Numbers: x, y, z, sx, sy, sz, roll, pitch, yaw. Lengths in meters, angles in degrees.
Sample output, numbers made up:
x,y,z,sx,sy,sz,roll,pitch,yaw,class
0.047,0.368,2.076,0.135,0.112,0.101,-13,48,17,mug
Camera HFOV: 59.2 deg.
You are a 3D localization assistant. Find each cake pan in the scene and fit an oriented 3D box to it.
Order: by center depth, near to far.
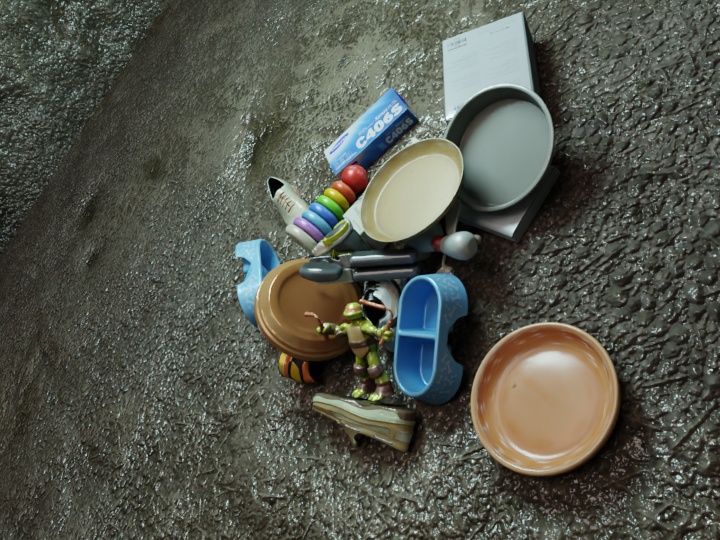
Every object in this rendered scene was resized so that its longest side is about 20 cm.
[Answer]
x,y,z,sx,sy,sz,roll,pitch,yaw,class
0.218,-0.191,1.000,0.200,0.037,0.202,-5,83,42,cake pan

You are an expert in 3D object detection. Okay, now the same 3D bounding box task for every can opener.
x,y,z,sx,sy,sz,roll,pitch,yaw,class
0.000,0.000,1.051,0.199,0.053,0.067,-6,28,16,can opener

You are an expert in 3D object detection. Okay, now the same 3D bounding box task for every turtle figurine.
x,y,z,sx,sy,sz,roll,pitch,yaw,class
-0.002,0.116,0.990,0.199,0.064,0.162,-6,101,44,turtle figurine

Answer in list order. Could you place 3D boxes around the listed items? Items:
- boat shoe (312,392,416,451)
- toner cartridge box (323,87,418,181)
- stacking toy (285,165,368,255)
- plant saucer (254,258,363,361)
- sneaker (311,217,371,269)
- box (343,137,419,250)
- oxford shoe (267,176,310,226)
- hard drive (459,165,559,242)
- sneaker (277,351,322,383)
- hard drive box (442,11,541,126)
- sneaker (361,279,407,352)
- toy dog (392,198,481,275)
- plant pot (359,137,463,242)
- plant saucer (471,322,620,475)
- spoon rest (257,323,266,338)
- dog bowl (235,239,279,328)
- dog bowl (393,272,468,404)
x,y,z,sx,sy,sz,roll,pitch,yaw,class
-0.004,0.241,0.998,0.199,0.071,0.077,2,82,45,boat shoe
0.019,-0.278,1.317,0.200,0.043,0.095,-41,43,16,toner cartridge box
-0.058,-0.129,1.263,0.200,0.085,0.085,-52,42,-7,stacking toy
-0.083,0.059,1.100,0.038,0.199,0.201,113,159,-53,plant saucer
-0.034,-0.033,1.157,0.074,0.085,0.200,-43,2,-9,sneaker
0.067,-0.139,1.166,0.200,0.068,0.082,-48,42,8,box
-0.153,-0.135,1.361,0.071,0.074,0.200,-48,43,7,oxford shoe
0.215,-0.135,1.059,0.200,0.027,0.132,29,85,48,hard drive
-0.073,0.110,1.148,0.090,0.070,0.201,13,75,32,sneaker
0.230,-0.337,1.118,0.155,0.077,0.201,-12,56,25,hard drive box
0.037,0.037,1.077,0.074,0.080,0.201,-34,45,24,sneaker
0.137,-0.058,1.037,0.096,0.132,0.200,-23,42,-23,toy dog
0.086,-0.126,1.029,0.199,0.027,0.201,-25,47,29,plant pot
0.240,0.167,0.828,0.199,0.037,0.201,-23,51,32,plant saucer
-0.140,0.057,1.178,0.200,0.060,0.100,-61,-13,-58,spoon rest
-0.198,0.021,1.273,0.049,0.112,0.201,-22,50,13,dog bowl
0.101,0.100,0.955,0.111,0.049,0.201,-1,82,52,dog bowl
